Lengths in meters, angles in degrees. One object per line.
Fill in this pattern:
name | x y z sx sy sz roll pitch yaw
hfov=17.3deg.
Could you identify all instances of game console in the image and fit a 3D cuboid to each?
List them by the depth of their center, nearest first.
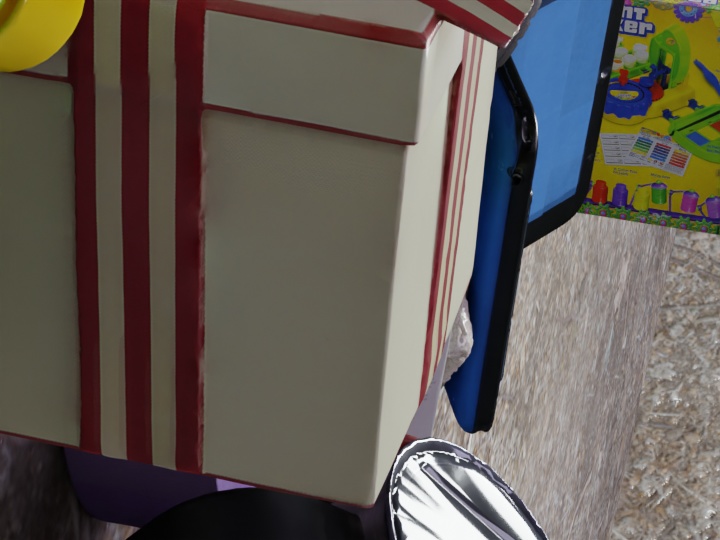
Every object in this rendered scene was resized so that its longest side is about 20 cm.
game console | 0.093 -0.048 1.168 0.171 0.118 0.201 -109 -162 -46

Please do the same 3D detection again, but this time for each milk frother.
milk frother | -0.023 0.191 0.878 0.180 0.188 0.201 11 51 -54

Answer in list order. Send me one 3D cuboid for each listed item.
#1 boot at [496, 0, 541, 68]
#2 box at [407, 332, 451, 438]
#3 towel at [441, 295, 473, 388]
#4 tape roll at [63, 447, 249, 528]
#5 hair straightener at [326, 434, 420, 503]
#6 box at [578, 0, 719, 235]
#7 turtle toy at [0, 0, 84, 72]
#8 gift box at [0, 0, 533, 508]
boot | 0.031 -0.182 1.022 0.130 0.068 0.201 9 106 -45
box | 0.000 0.000 1.104 0.144 0.036 0.201 -123 -144 -51
towel | 0.017 0.006 1.189 0.200 0.034 0.133 125 -42 -69
tape roll | -0.060 0.010 0.983 0.200 0.065 0.201 10 90 -79
hair straightener | -0.030 0.134 1.025 0.200 0.041 0.077 -30 -135 48
box | 0.228 -0.149 1.881 0.122 0.199 0.193 -61 158 -58
turtle toy | -0.130 -0.077 0.468 0.146 0.101 0.201 13 73 -66
gift box | -0.041 -0.048 0.747 0.200 0.184 0.187 -72 168 -62
